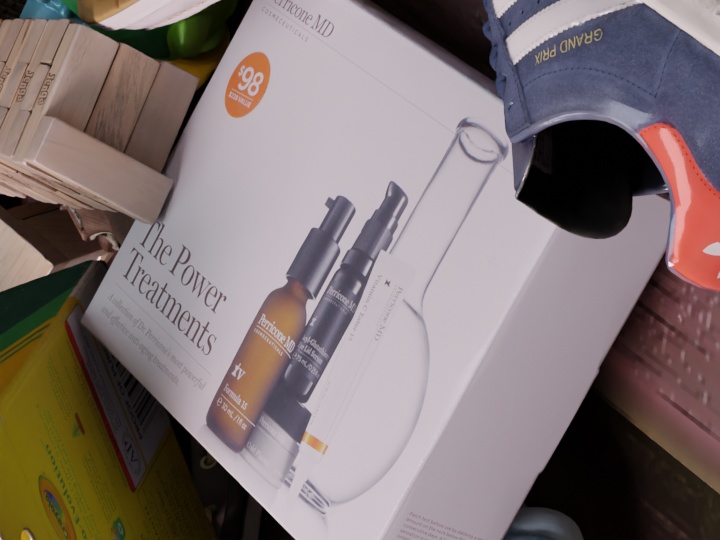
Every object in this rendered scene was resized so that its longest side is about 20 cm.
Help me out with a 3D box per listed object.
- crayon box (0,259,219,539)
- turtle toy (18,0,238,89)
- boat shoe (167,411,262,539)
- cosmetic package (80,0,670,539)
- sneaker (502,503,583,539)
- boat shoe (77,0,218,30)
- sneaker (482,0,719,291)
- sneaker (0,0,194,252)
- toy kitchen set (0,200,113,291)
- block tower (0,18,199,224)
[{"bbox_3d":[-0.108,0.087,0.948,0.200,0.051,0.128,-68,-41,-72],"label":"crayon box"},{"bbox_3d":[-0.102,-0.163,1.042,0.201,0.101,0.146,67,149,23],"label":"turtle toy"},{"bbox_3d":[-0.072,0.083,1.106,0.072,0.060,0.202,61,146,32],"label":"boat shoe"},{"bbox_3d":[0.000,0.000,0.897,0.151,0.052,0.200,-60,39,6],"label":"cosmetic package"},{"bbox_3d":[0.032,0.113,0.939,0.082,0.074,0.200,-67,17,-13],"label":"sneaker"},{"bbox_3d":[-0.020,-0.125,0.906,0.200,0.069,0.071,-27,52,45],"label":"boat shoe"},{"bbox_3d":[0.059,-0.063,0.783,0.085,0.075,0.200,-57,40,9],"label":"sneaker"},{"bbox_3d":[-0.111,-0.049,1.128,0.200,0.070,0.076,44,136,48],"label":"sneaker"},{"bbox_3d":[-0.246,0.023,1.162,0.180,0.163,0.200,40,107,8],"label":"toy kitchen set"},{"bbox_3d":[-0.131,-0.060,1.018,0.200,0.054,0.058,13,79,58],"label":"block tower"}]
